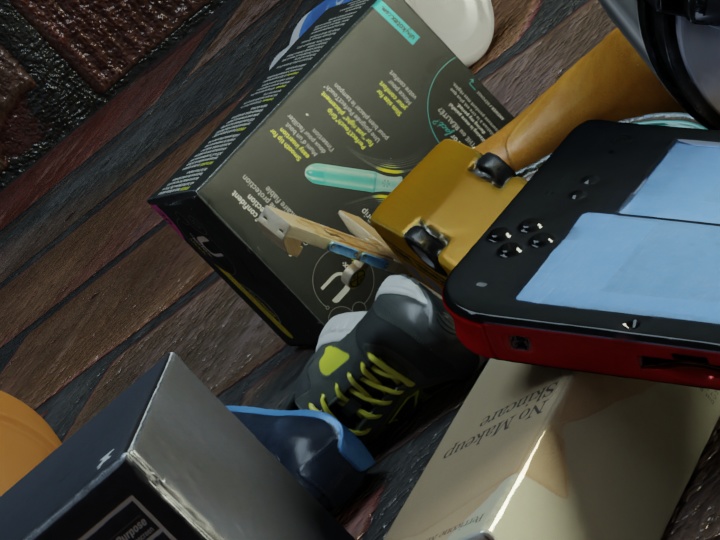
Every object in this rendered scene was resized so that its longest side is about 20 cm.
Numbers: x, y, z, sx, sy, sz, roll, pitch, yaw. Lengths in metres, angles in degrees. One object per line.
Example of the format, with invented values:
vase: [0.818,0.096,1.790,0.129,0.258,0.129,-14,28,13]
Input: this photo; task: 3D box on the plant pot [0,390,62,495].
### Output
plant pot: [-0.262,0.187,1.830,0.200,0.200,0.140,-44,28,-2]

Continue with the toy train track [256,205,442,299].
toy train track: [0.000,0.000,1.667,0.200,0.115,0.033,20,-74,-55]

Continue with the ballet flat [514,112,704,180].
ballet flat: [0.123,-0.034,1.552,0.200,0.074,0.074,-16,25,27]

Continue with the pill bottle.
pill bottle: [0.010,-0.182,2.329,0.200,0.112,0.112,-31,18,49]

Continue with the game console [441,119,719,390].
game console: [0.152,-0.012,1.242,0.200,0.031,0.177,8,40,29]

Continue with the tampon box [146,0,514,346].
tampon box: [-0.016,-0.068,1.934,0.200,0.150,0.126,-47,13,-15]

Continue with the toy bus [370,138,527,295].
toy bus: [0.086,0.000,1.442,0.065,0.078,0.200,-45,40,-9]

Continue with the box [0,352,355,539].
box: [-0.093,0.181,1.241,0.200,0.198,0.123,-39,13,18]

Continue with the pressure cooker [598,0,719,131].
pressure cooker: [0.210,-0.149,1.371,0.176,0.179,0.200,-31,25,5]

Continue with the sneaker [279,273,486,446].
sneaker: [0.012,0.065,1.625,0.085,0.074,0.200,-56,7,-21]

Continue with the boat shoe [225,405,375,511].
boat shoe: [-0.070,0.120,1.649,0.069,0.084,0.200,-52,12,-24]

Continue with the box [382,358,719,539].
box: [0.086,0.091,1.244,0.095,0.078,0.200,-31,17,41]

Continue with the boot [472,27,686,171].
boot: [0.109,-0.070,1.599,0.144,0.071,0.201,-26,-11,-4]
